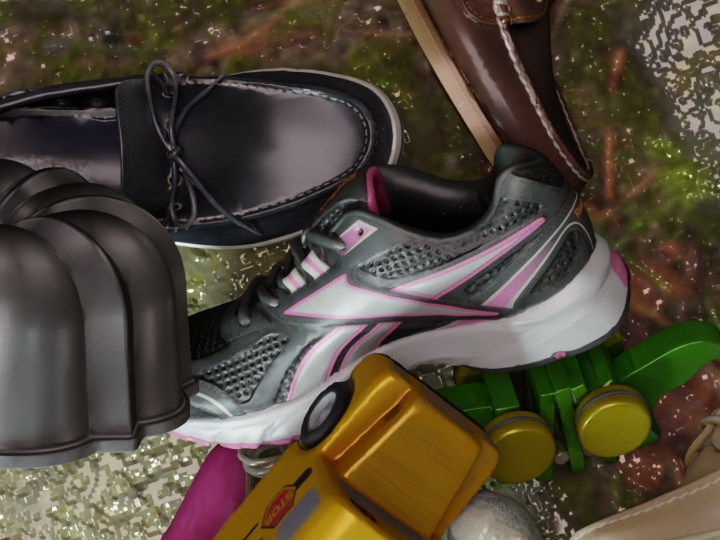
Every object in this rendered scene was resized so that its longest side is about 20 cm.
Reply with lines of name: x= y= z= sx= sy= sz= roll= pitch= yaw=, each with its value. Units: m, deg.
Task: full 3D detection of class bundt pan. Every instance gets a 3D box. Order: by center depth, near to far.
bundt pan: x=-0.156 y=0.005 z=0.855 sx=0.201 sy=0.202 sz=0.076 roll=7 pitch=105 yaw=7

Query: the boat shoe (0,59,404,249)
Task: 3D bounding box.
boat shoe: x=-0.081 y=-0.047 z=0.958 sx=0.199 sy=0.062 sz=0.075 roll=-2 pitch=86 yaw=5

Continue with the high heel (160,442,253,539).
high heel: x=-0.104 y=0.156 z=0.953 sx=0.095 sy=0.067 sz=0.201 roll=15 pitch=103 yaw=-3

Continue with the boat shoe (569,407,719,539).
boat shoe: x=0.154 y=0.076 z=0.891 sx=0.199 sy=0.072 sz=0.065 roll=-16 pitch=75 yaw=-28

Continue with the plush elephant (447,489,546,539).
plush elephant: x=0.064 y=0.209 z=0.874 sx=0.164 sy=0.155 sz=0.200 roll=37 pitch=101 yaw=-18

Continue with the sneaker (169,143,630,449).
sneaker: x=0.000 y=0.000 z=0.918 sx=0.199 sy=0.080 sz=0.087 roll=-19 pitch=118 yaw=12

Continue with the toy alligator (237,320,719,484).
toy alligator: x=0.052 y=0.066 z=0.940 sx=0.199 sy=0.059 sz=0.054 roll=-15 pitch=129 yaw=0

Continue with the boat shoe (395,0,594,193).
boat shoe: x=0.045 y=-0.120 z=0.940 sx=0.070 sy=0.070 sz=0.201 roll=-30 pitch=85 yaw=9

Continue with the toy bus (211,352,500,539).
toy bus: x=-0.029 y=0.131 z=0.873 sx=0.065 sy=0.078 sz=0.200 roll=37 pitch=98 yaw=-20
